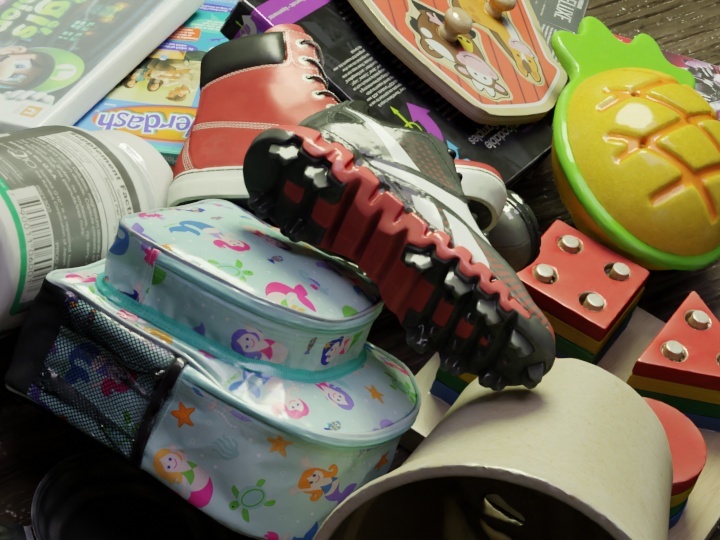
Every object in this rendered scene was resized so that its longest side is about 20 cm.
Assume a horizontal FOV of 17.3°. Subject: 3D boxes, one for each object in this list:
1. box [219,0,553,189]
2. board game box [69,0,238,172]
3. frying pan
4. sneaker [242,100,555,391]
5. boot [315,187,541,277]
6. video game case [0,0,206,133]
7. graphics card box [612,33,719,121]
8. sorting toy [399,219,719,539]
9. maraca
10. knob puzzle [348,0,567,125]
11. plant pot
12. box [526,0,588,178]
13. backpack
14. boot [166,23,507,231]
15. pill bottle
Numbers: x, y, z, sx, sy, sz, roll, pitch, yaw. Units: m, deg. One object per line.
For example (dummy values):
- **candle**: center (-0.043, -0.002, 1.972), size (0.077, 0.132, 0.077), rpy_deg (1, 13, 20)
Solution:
- **box**: center (0.022, -0.118, 1.524), size (0.200, 0.036, 0.143), rpy_deg (43, 37, 7)
- **board game box**: center (-0.110, -0.114, 1.526), size (0.152, 0.045, 0.200), rpy_deg (8, 37, 8)
- **frying pan**: center (-0.151, 0.153, 1.264), size (0.190, 0.031, 0.115), rpy_deg (-21, 54, -38)
- **sneaker**: center (0.036, -0.021, 1.271), size (0.200, 0.071, 0.098), rpy_deg (40, 47, 9)
- **boot**: center (0.000, 0.000, 1.424), size (0.200, 0.068, 0.131), rpy_deg (4, 32, 37)
- **video game case**: center (-0.226, -0.152, 1.524), size (0.182, 0.023, 0.200), rpy_deg (14, 40, 24)
- **graphics card box**: center (0.252, -0.087, 1.653), size (0.200, 0.051, 0.126), rpy_deg (18, 42, -1)
- **sorting toy**: center (0.150, 0.071, 1.435), size (0.199, 0.070, 0.200), rpy_deg (31, 43, 13)
- **maraca**: center (0.182, -0.084, 1.541), size (0.137, 0.107, 0.200), rpy_deg (17, 48, -28)
- **knob puzzle**: center (0.065, -0.170, 1.559), size (0.219, 0.030, 0.220), rpy_deg (30, 30, -20)
- **plant pot**: center (0.088, 0.143, 1.265), size (0.200, 0.201, 0.184), rpy_deg (23, 31, 5)
- **box**: center (0.072, -0.166, 1.673), size (0.158, 0.050, 0.200), rpy_deg (19, 42, 0)
- **backpack**: center (-0.067, 0.057, 1.293), size (0.200, 0.151, 0.177), rpy_deg (36, 20, 17)
- **boot**: center (-0.007, -0.087, 1.395), size (0.200, 0.072, 0.144), rpy_deg (3, 57, 13)
- **pill bottle**: center (-0.191, -0.024, 1.345), size (0.113, 0.113, 0.200), rpy_deg (35, 21, 17)
